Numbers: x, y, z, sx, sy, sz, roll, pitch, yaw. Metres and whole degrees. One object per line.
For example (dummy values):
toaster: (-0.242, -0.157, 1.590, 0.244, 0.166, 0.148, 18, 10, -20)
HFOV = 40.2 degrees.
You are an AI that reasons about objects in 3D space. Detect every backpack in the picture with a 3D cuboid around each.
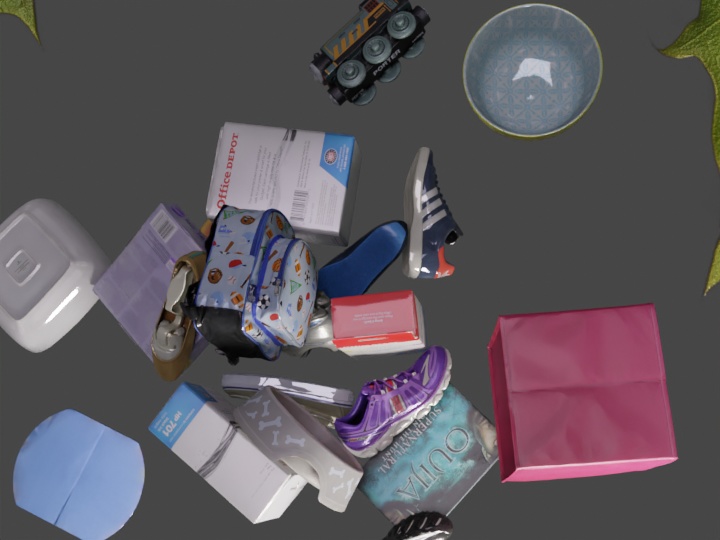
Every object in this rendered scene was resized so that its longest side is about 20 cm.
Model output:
backpack: (-0.140, 0.012, 1.315, 0.152, 0.200, 0.193, -1, 69, 7)

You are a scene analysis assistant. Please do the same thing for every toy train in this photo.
toy train: (0.013, -0.344, 1.513, 0.200, 0.085, 0.114, -43, 63, 1)

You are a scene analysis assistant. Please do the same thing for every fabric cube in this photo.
fabric cube: (0.279, 0.164, 1.289, 0.196, 0.196, 0.203, -5, 75, 2)

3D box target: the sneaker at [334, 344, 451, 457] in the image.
sneaker: (0.046, 0.176, 1.382, 0.200, 0.081, 0.084, -44, 112, -1)

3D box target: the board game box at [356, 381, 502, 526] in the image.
board game box: (0.101, 0.272, 1.395, 0.135, 0.028, 0.200, 42, 88, 15)

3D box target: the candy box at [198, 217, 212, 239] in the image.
candy box: (-0.147, -0.090, 1.497, 0.116, 0.056, 0.201, 35, 85, 15)

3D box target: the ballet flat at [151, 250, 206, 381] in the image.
ballet flat: (-0.267, 0.066, 1.405, 0.068, 0.063, 0.202, 21, 100, 19)

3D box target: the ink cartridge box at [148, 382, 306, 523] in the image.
ink cartridge box: (-0.179, 0.253, 1.376, 0.199, 0.146, 0.086, 39, 87, 14)

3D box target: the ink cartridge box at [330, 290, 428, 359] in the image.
ink cartridge box: (0.027, 0.075, 1.359, 0.115, 0.200, 0.068, -7, 77, 8)

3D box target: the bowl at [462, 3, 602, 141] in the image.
bowl: (0.251, -0.274, 1.440, 0.197, 0.108, 0.203, -2, 78, 10)

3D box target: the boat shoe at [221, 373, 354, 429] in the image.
boat shoe: (-0.109, 0.189, 1.426, 0.197, 0.072, 0.063, 8, 81, 9)

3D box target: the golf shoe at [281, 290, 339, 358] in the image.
golf shoe: (-0.118, 0.099, 1.444, 0.198, 0.098, 0.079, -9, 34, 30)

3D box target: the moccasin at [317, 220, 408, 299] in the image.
moccasin: (0.000, 0.000, 1.442, 0.199, 0.068, 0.081, -34, 93, 25)

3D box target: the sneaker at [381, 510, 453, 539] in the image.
sneaker: (0.055, 0.395, 1.341, 0.200, 0.074, 0.080, -40, 88, 27)

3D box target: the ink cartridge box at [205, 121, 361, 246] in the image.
ink cartridge box: (-0.108, -0.124, 1.425, 0.197, 0.086, 0.148, 7, 79, 11)

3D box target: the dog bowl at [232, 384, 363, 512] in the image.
dog bowl: (-0.078, 0.231, 1.312, 0.200, 0.200, 0.059, 42, 89, 15)

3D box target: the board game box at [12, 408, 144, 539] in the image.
board game box: (-0.415, 0.306, 1.472, 0.198, 0.039, 0.159, 24, 78, 8)

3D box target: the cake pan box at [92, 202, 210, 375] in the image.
cake pan box: (-0.286, 0.027, 1.471, 0.200, 0.052, 0.184, 46, 105, 14)

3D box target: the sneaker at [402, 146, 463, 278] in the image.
sneaker: (0.110, -0.083, 1.451, 0.083, 0.075, 0.203, 7, 75, -9)

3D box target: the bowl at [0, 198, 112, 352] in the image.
bowl: (-0.511, 0.001, 1.531, 0.200, 0.075, 0.200, -46, 75, 0)
